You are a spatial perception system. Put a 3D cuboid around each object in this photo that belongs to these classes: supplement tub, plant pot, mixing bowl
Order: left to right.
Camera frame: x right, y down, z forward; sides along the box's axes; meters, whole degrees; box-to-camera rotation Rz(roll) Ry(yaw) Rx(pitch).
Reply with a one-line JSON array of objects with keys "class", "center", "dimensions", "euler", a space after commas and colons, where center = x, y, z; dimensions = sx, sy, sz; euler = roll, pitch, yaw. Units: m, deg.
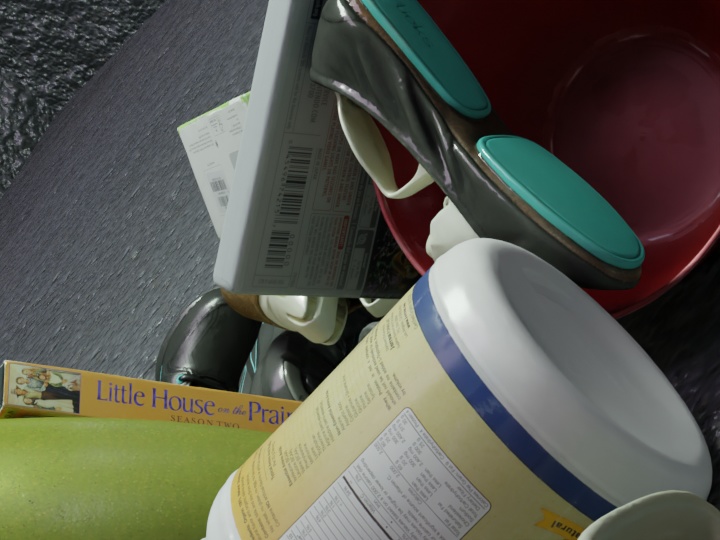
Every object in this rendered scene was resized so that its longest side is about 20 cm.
[{"class": "plant pot", "center": [-0.108, 0.150, 1.103], "dimensions": [0.198, 0.189, 0.187], "euler": [-12, 20, 3]}, {"class": "supplement tub", "center": [0.028, 0.102, 0.895], "dimensions": [0.200, 0.144, 0.145], "euler": [-46, 15, 18]}, {"class": "mixing bowl", "center": [0.114, -0.069, 1.039], "dimensions": [0.200, 0.201, 0.108], "euler": [-46, -26, 20]}]

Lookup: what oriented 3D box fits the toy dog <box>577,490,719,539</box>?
[{"class": "toy dog", "center": [0.062, 0.158, 0.675], "dimensions": [0.200, 0.140, 0.194], "euler": [-43, 3, 30]}]

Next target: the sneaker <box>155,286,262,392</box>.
[{"class": "sneaker", "center": [-0.101, 0.109, 1.388], "dimensions": [0.079, 0.075, 0.202], "euler": [-161, 89, -76]}]

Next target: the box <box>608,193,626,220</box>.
[{"class": "box", "center": [0.140, -0.072, 1.204], "dimensions": [0.143, 0.036, 0.201], "euler": [-30, 25, 56]}]

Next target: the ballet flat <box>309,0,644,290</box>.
[{"class": "ballet flat", "center": [0.046, -0.046, 0.981], "dimensions": [0.068, 0.200, 0.069], "euler": [-2, -44, -50]}]

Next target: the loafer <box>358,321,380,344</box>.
[{"class": "loafer", "center": [0.045, 0.057, 1.142], "dimensions": [0.200, 0.069, 0.076], "euler": [143, 127, -73]}]

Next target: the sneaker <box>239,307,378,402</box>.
[{"class": "sneaker", "center": [-0.040, 0.046, 1.363], "dimensions": [0.079, 0.075, 0.201], "euler": [-46, 13, 31]}]

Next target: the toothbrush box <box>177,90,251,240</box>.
[{"class": "toothbrush box", "center": [0.003, -0.096, 1.417], "dimensions": [0.199, 0.087, 0.145], "euler": [-24, 4, -22]}]

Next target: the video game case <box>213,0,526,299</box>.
[{"class": "video game case", "center": [0.022, -0.084, 1.084], "dimensions": [0.023, 0.181, 0.202], "euler": [25, 107, 47]}]

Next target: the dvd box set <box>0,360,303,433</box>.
[{"class": "dvd box set", "center": [-0.118, 0.101, 1.221], "dimensions": [0.146, 0.198, 0.030], "euler": [131, 143, -56]}]

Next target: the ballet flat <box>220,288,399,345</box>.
[{"class": "ballet flat", "center": [0.000, 0.000, 1.229], "dimensions": [0.199, 0.068, 0.073], "euler": [-22, 42, 26]}]
